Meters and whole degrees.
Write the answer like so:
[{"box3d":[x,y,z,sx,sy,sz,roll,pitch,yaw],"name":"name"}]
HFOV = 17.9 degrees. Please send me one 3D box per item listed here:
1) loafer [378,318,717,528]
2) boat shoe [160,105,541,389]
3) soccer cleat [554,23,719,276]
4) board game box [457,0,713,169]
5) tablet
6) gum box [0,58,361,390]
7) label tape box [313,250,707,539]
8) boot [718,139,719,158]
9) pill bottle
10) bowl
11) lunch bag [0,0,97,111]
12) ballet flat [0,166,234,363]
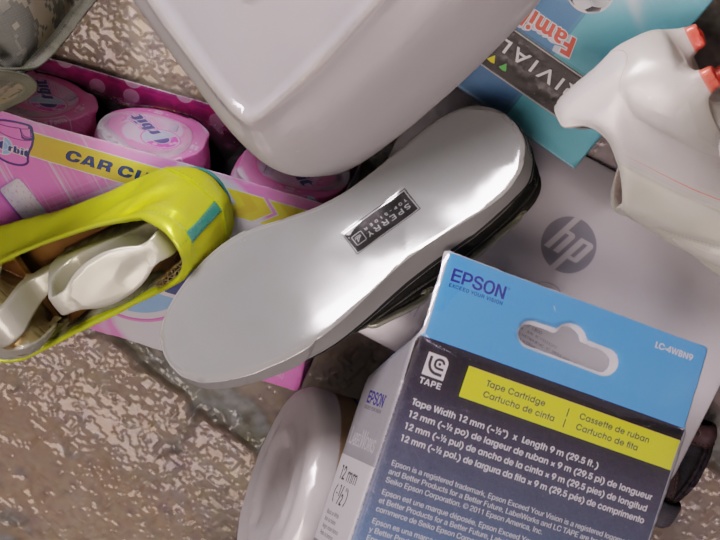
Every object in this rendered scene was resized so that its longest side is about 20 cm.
[{"box3d":[0.095,0.057,1.181,0.199,0.072,0.063,34,99,-12],"name":"loafer"},{"box3d":[0.000,0.000,1.086,0.199,0.071,0.064,-31,153,2],"name":"boat shoe"},{"box3d":[0.162,-0.034,1.080,0.077,0.070,0.200,-26,128,17],"name":"soccer cleat"},{"box3d":[0.098,-0.166,1.049,0.150,0.047,0.200,34,122,-6],"name":"board game box"},{"box3d":[0.093,0.006,1.134,0.199,0.014,0.131,27,88,-3],"name":"tablet"},{"box3d":[-0.108,-0.028,1.173,0.199,0.066,0.114,16,124,5],"name":"gum box"},{"box3d":[0.064,0.108,1.086,0.142,0.066,0.201,19,86,-15],"name":"label tape box"},{"box3d":[0.244,-0.066,0.991,0.144,0.200,0.073,-31,83,27],"name":"boot"},{"box3d":[0.045,0.140,1.173,0.199,0.111,0.111,19,124,-16],"name":"pill bottle"},{"box3d":[-0.031,-0.157,1.032,0.200,0.074,0.201,-40,80,34],"name":"bowl"},{"box3d":[-0.230,-0.115,1.075,0.163,0.200,0.118,-19,114,23],"name":"lunch bag"},{"box3d":[-0.150,0.006,1.124,0.199,0.067,0.067,-23,114,28],"name":"ballet flat"}]
